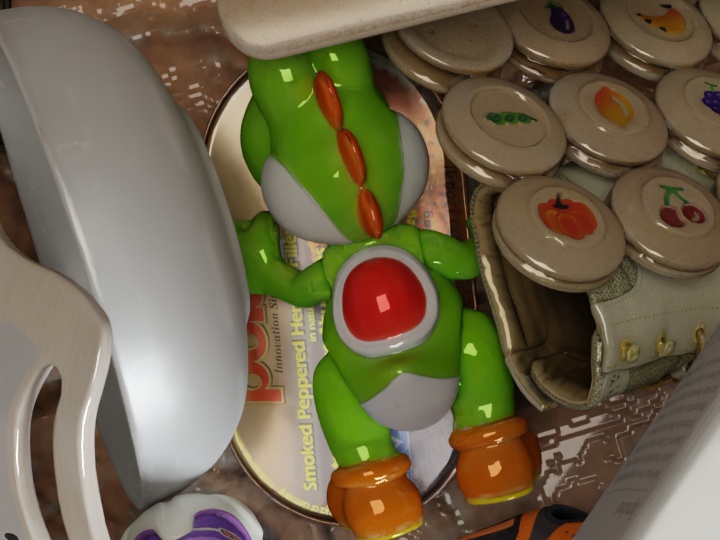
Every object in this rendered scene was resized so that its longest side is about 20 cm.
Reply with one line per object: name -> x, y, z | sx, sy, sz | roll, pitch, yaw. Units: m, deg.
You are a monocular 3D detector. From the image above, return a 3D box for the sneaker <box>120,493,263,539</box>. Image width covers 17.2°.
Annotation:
sneaker -> -0.044, 0.185, 0.893 | 0.080, 0.083, 0.201 | -22, 106, -4

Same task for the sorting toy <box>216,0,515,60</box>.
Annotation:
sorting toy -> 0.032, -0.153, 0.942 | 0.184, 0.200, 0.037 | -13, 125, 3

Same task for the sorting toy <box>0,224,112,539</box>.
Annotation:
sorting toy -> -0.137, 0.063, 0.877 | 0.107, 0.179, 0.201 | -22, 111, -39

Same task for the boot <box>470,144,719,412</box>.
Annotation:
boot -> 0.137, 0.035, 0.924 | 0.154, 0.072, 0.201 | -21, 78, -42

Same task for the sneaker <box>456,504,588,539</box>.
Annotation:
sneaker -> 0.090, 0.173, 0.917 | 0.112, 0.078, 0.201 | -29, 54, 12

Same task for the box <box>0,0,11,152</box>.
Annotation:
box -> -0.229, -0.151, 1.008 | 0.159, 0.049, 0.201 | 1, 88, 5

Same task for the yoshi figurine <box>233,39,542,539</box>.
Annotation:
yoshi figurine -> 0.004, -0.004, 0.942 | 0.112, 0.112, 0.201 | -7, 104, 46

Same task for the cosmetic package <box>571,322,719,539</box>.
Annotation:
cosmetic package -> 0.154, 0.119, 0.778 | 0.167, 0.166, 0.200 | 35, 86, 3

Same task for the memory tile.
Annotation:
memory tile -> 0.116, -0.059, 0.920 | 0.199, 0.017, 0.154 | -6, 51, -29

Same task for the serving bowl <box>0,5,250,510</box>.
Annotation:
serving bowl -> -0.087, -0.012, 0.924 | 0.065, 0.200, 0.201 | -18, 86, -11

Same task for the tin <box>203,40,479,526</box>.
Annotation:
tin -> -0.008, 0.005, 0.992 | 0.111, 0.042, 0.201 | -5, 87, -1
